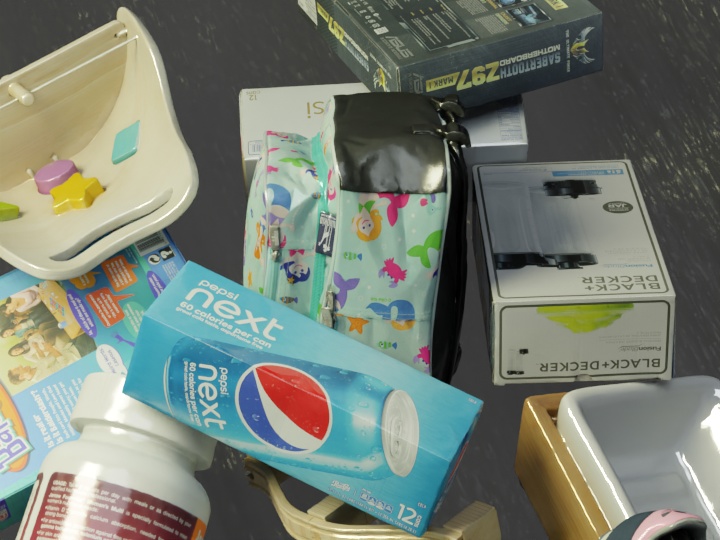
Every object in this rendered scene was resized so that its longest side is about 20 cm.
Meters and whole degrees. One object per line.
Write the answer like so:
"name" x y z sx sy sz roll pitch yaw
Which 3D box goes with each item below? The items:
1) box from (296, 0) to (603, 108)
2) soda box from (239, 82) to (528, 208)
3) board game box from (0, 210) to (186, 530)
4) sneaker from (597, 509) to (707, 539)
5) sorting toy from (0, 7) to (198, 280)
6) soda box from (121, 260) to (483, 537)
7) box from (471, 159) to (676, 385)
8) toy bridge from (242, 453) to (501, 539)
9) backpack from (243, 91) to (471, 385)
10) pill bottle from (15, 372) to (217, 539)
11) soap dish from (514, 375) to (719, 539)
"box" 0.059 -0.184 1.396 0.157 0.051 0.200 -18 37 -16
"soda box" 0.016 -0.088 1.380 0.198 0.068 0.064 -3 56 -1
"board game box" -0.192 0.063 1.309 0.199 0.045 0.153 -26 64 -14
"sneaker" 0.165 0.224 1.039 0.070 0.082 0.201 -1 68 -20
"sorting toy" -0.194 -0.062 1.311 0.199 0.107 0.180 -30 39 -15
"soda box" -0.034 0.075 1.157 0.199 0.064 0.068 25 34 8
"box" 0.135 -0.003 1.280 0.116 0.061 0.200 -1 28 1
"toy bridge" -0.005 0.146 1.203 0.067 0.027 0.199 -31 30 -35
"backpack" 0.000 0.000 1.252 0.149 0.201 0.178 -4 19 -1
"pill bottle" -0.154 0.171 1.191 0.109 0.110 0.201 14 71 9
"soap dish" 0.193 0.163 1.197 0.156 0.081 0.201 -3 54 -37
